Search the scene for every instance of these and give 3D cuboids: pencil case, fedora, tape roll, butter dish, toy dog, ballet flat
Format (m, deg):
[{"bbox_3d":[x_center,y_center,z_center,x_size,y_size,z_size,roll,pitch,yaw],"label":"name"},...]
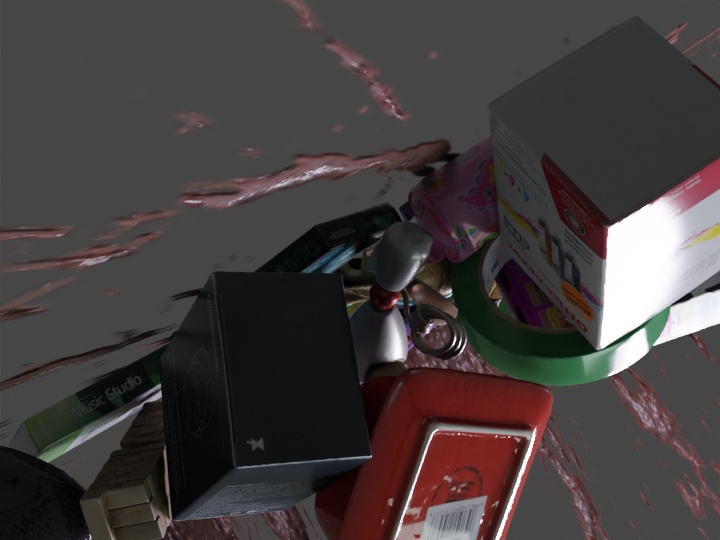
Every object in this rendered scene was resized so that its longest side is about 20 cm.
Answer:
[{"bbox_3d":[0.140,-0.086,0.878,0.200,0.087,0.087,-33,176,-11],"label":"pencil case"},{"bbox_3d":[-0.284,0.211,0.798,0.092,0.201,0.201,-58,-178,-14],"label":"fedora"},{"bbox_3d":[0.185,0.011,0.873,0.200,0.200,0.048,-32,140,-9],"label":"tape roll"},{"bbox_3d":[0.037,0.162,0.799,0.200,0.200,0.148,12,-171,-42],"label":"butter dish"},{"bbox_3d":[0.036,0.039,0.870,0.096,0.132,0.200,-26,168,-43],"label":"toy dog"},{"bbox_3d":[0.000,0.000,0.952,0.200,0.065,0.071,-9,-147,17],"label":"ballet flat"}]

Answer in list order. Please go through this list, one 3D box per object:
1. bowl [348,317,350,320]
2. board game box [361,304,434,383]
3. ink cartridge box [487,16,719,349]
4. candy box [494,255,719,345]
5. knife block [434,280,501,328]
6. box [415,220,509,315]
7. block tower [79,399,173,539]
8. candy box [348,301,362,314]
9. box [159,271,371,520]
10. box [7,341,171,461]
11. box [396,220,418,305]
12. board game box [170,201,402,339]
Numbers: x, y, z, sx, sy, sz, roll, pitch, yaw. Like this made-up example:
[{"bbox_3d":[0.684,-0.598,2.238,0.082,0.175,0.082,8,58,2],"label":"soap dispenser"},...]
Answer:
[{"bbox_3d":[-0.104,0.090,1.067,0.200,0.039,0.201,-21,-166,5],"label":"bowl"},{"bbox_3d":[-0.008,0.097,1.022,0.120,0.032,0.200,-21,-169,44],"label":"board game box"},{"bbox_3d":[0.205,-0.062,0.753,0.145,0.145,0.200,-32,148,-7],"label":"ink cartridge box"},{"bbox_3d":[0.245,0.014,0.924,0.200,0.136,0.061,-19,138,2],"label":"candy box"},{"bbox_3d":[0.109,-0.017,1.040,0.175,0.200,0.064,-15,-142,28],"label":"knife block"},{"bbox_3d":[0.212,-0.032,1.245,0.171,0.199,0.200,-33,176,17],"label":"box"},{"bbox_3d":[-0.188,0.177,0.844,0.058,0.054,0.200,-12,-166,7],"label":"block tower"},{"bbox_3d":[-0.065,0.054,1.002,0.102,0.026,0.200,-9,-162,26],"label":"candy box"},{"bbox_3d":[-0.086,0.106,0.755,0.107,0.149,0.200,1,156,-24],"label":"box"},{"bbox_3d":[-0.244,0.128,0.926,0.200,0.036,0.144,-31,176,-34],"label":"box"},{"bbox_3d":[0.047,-0.005,1.083,0.049,0.082,0.200,8,176,0],"label":"box"},{"bbox_3d":[-0.067,0.008,0.864,0.200,0.028,0.135,-35,174,32],"label":"board game box"}]
